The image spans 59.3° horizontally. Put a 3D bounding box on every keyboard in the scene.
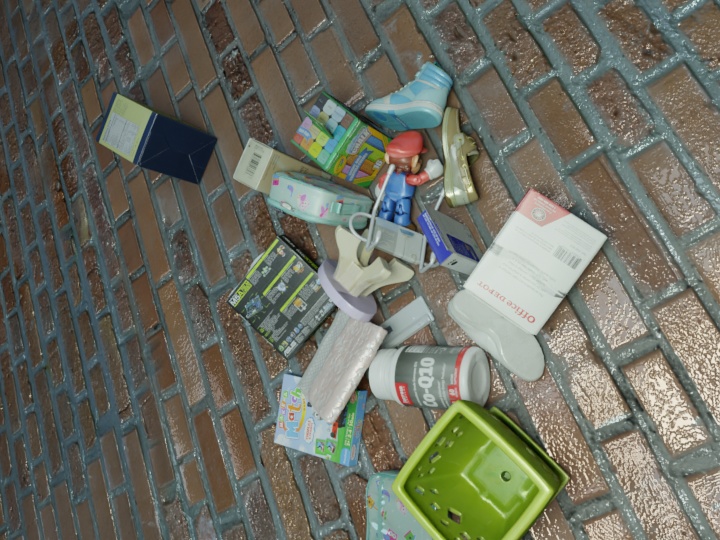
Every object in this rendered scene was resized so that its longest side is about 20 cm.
[{"bbox_3d":[0.059,0.128,1.267,0.200,0.011,0.056,-38,59,23],"label":"keyboard"}]

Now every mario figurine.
[{"bbox_3d":[0.095,-0.176,1.264,0.123,0.106,0.200,10,101,-1],"label":"mario figurine"}]

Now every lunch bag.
[{"bbox_3d":[-0.078,-0.138,1.273,0.160,0.200,0.077,27,106,31],"label":"lunch bag"},{"bbox_3d":[0.082,0.471,1.156,0.160,0.077,0.200,-3,81,33],"label":"lunch bag"}]

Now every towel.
[{"bbox_3d":[-0.042,0.178,1.237,0.200,0.032,0.191,-60,25,-4],"label":"towel"}]

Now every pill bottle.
[{"bbox_3d":[0.123,0.193,1.149,0.200,0.114,0.114,-4,81,33],"label":"pill bottle"}]

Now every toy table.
[{"bbox_3d":[0.000,0.000,1.233,0.117,0.184,0.200,-52,36,16],"label":"toy table"}]

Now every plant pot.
[{"bbox_3d":[0.207,0.343,1.030,0.200,0.181,0.199,43,106,31],"label":"plant pot"}]

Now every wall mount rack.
[{"bbox_3d":[0.086,-0.094,1.186,0.075,0.200,0.174,-45,29,54],"label":"wall mount rack"}]

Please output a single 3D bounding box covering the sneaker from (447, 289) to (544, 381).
[{"bbox_3d":[0.236,0.118,1.118,0.075,0.089,0.200,-41,80,-23],"label":"sneaker"}]

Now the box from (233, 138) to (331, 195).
[{"bbox_3d":[-0.163,-0.201,1.348,0.078,0.200,0.095,30,100,33],"label":"box"}]

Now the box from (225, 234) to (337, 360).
[{"bbox_3d":[-0.161,0.059,1.361,0.193,0.048,0.200,43,108,9],"label":"box"}]

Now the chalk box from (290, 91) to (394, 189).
[{"bbox_3d":[-0.044,-0.266,1.278,0.125,0.200,0.124,44,107,31],"label":"chalk box"}]

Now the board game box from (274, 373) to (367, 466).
[{"bbox_3d":[-0.086,0.307,1.319,0.200,0.037,0.151,5,86,35],"label":"board game box"}]

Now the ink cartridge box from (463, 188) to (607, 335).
[{"bbox_3d":[0.288,-0.016,1.062,0.147,0.083,0.200,35,104,8],"label":"ink cartridge box"}]

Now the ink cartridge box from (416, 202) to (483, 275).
[{"bbox_3d":[0.158,-0.050,1.111,0.039,0.200,0.100,-33,65,22],"label":"ink cartridge box"}]

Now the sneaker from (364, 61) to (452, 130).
[{"bbox_3d":[0.105,-0.356,1.276,0.200,0.080,0.131,14,76,44],"label":"sneaker"}]

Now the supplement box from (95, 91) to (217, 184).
[{"bbox_3d":[-0.517,-0.333,1.606,0.200,0.200,0.134,30,99,33],"label":"supplement box"}]

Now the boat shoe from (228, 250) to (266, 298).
[{"bbox_3d":[-0.226,0.029,1.434,0.199,0.074,0.068,-45,67,22],"label":"boat shoe"}]

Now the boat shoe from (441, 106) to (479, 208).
[{"bbox_3d":[0.192,-0.217,1.199,0.066,0.074,0.200,-5,78,17],"label":"boat shoe"}]
